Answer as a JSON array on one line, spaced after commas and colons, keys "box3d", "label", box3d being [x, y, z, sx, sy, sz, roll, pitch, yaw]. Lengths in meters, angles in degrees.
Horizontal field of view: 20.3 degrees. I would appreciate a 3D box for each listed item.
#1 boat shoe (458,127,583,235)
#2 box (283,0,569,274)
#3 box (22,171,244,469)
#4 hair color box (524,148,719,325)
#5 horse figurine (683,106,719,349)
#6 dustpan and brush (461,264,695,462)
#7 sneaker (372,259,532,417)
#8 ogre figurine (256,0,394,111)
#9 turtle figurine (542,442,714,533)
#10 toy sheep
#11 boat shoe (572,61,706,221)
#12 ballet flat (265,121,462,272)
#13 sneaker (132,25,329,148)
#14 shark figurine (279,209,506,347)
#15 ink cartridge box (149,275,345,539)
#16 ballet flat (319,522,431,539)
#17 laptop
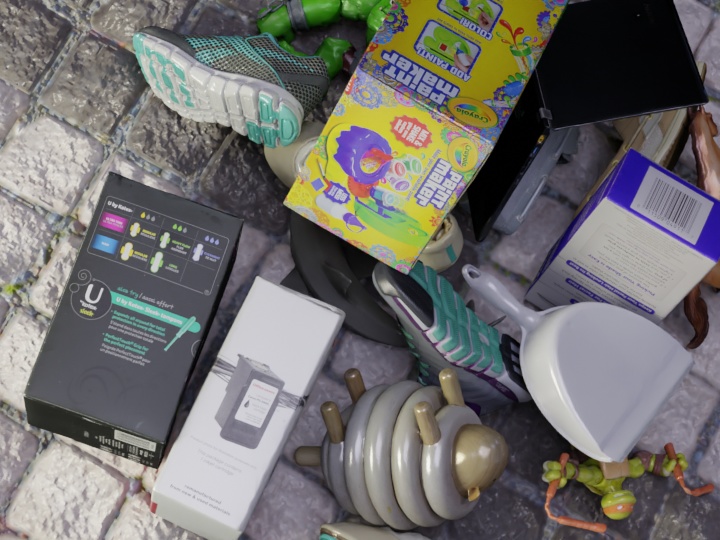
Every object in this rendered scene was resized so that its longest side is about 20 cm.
[{"box3d": [0.160, -0.119, 1.814, 0.071, 0.070, 0.201, 41, 68, -22], "label": "boat shoe"}, {"box3d": [0.055, -0.140, 1.602, 0.122, 0.200, 0.193, 30, 55, -2], "label": "box"}, {"box3d": [-0.188, 0.044, 1.671, 0.124, 0.149, 0.200, 19, 74, -3], "label": "box"}, {"box3d": [0.229, -0.012, 1.721, 0.109, 0.200, 0.065, 31, 58, -1], "label": "hair color box"}, {"box3d": [0.320, -0.033, 1.791, 0.132, 0.050, 0.200, 31, 70, -46], "label": "horse figurine"}, {"box3d": [0.168, 0.058, 1.701, 0.200, 0.057, 0.140, 44, 60, -3], "label": "dustpan and brush"}, {"box3d": [0.062, 0.067, 1.696, 0.200, 0.087, 0.074, 40, 31, -31], "label": "sneaker"}, {"box3d": [0.009, -0.191, 1.788, 0.120, 0.098, 0.200, -42, 51, -7], "label": "ogre figurine"}, {"box3d": [0.215, 0.149, 1.751, 0.200, 0.064, 0.162, -4, 73, -35], "label": "turtle figurine"}, {"box3d": [0.033, 0.152, 1.686, 0.200, 0.138, 0.138, 1, 73, 32], "label": "toy sheep"}, {"box3d": [0.254, -0.113, 1.818, 0.066, 0.074, 0.200, 23, 67, 14], "label": "boat shoe"}, {"box3d": [0.001, -0.070, 1.714, 0.200, 0.069, 0.070, 33, 74, 10], "label": "ballet flat"}, {"box3d": [-0.110, -0.174, 1.754, 0.200, 0.078, 0.091, 26, 55, 28], "label": "sneaker"}, {"box3d": [0.007, 0.021, 1.741, 0.214, 0.090, 0.128, 36, 75, 3], "label": "shark figurine"}, {"box3d": [-0.095, 0.119, 1.669, 0.083, 0.145, 0.200, 25, 75, 0], "label": "ink cartridge box"}, {"box3d": [0.055, 0.265, 1.704, 0.200, 0.069, 0.069, 42, 74, -4], "label": "ballet flat"}, {"box3d": [0.182, -0.136, 1.725, 0.116, 0.200, 0.187, 19, 34, -17], "label": "laptop"}]
